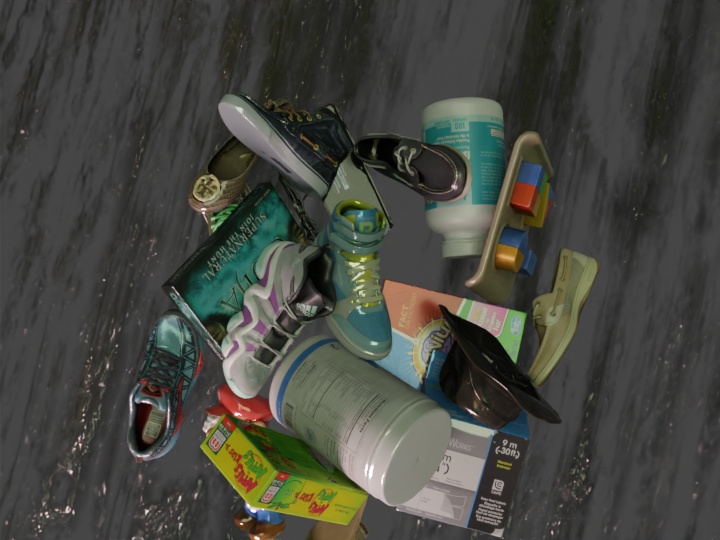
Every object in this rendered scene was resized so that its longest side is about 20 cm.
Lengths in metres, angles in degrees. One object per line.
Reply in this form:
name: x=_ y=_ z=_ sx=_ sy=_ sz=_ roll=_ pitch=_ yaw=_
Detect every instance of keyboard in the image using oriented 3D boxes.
keyboard: x=-0.048 y=-0.116 z=1.056 sx=0.126 sy=0.021 sz=0.201 roll=-25 pitch=87 yaw=-6

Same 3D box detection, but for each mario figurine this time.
mario figurine: x=-0.160 y=0.244 z=0.983 sx=0.122 sy=0.106 sz=0.202 roll=-6 pitch=98 yaw=24

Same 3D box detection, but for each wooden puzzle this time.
wooden puzzle: x=0.205 y=-0.055 z=0.981 sx=0.046 sy=0.185 sz=0.202 roll=20 pitch=88 yaw=22

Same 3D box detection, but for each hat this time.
hat: x=0.146 y=0.136 z=0.936 sx=0.200 sy=0.201 sz=0.081 roll=41 pitch=102 yaw=0

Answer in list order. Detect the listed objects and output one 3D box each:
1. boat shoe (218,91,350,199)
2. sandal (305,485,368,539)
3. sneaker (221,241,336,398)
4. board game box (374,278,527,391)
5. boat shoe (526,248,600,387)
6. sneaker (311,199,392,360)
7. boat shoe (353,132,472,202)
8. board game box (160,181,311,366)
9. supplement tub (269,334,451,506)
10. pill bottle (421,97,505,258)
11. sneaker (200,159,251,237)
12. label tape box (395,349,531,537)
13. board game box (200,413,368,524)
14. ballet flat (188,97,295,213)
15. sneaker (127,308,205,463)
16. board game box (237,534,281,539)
boat shoe: x=-0.093 y=-0.181 z=0.975 sx=0.070 sy=0.200 sz=0.091 roll=18 pitch=73 yaw=42
sandal: x=-0.013 y=0.336 z=1.008 sx=0.069 sy=0.078 sz=0.214 roll=7 pitch=109 yaw=-38
sneaker: x=-0.083 y=0.055 z=0.903 sx=0.077 sy=0.139 sz=0.202 roll=29 pitch=69 yaw=-41
board game box: x=0.110 y=0.108 z=1.039 sx=0.198 sy=0.040 sz=0.155 roll=13 pitch=87 yaw=-2
boat shoe: x=0.257 y=0.060 z=1.025 sx=0.064 sy=0.072 sz=0.201 roll=25 pitch=69 yaw=11
sneaker: x=0.000 y=0.000 z=0.941 sx=0.079 sy=0.131 sz=0.201 roll=-7 pitch=56 yaw=-28
boat shoe: x=0.061 y=-0.134 z=0.977 sx=0.062 sy=0.200 sz=0.073 roll=0 pitch=110 yaw=-34
board game box: x=-0.142 y=0.003 z=0.966 sx=0.200 sy=0.028 sz=0.136 roll=-53 pitch=124 yaw=-33
supplement tub: x=-0.003 y=0.175 z=0.932 sx=0.199 sy=0.132 sz=0.133 roll=28 pitch=86 yaw=35
pill bottle: x=0.138 y=-0.118 z=1.017 sx=0.110 sy=0.111 sz=0.202 roll=-2 pitch=87 yaw=-3
sneaker: x=-0.171 y=-0.052 z=1.012 sx=0.076 sy=0.089 sz=0.202 roll=-14 pitch=87 yaw=-3
label tape box: x=0.135 y=0.221 z=0.987 sx=0.143 sy=0.063 sz=0.202 roll=15 pitch=95 yaw=-2
board game box: x=-0.083 y=0.233 z=0.887 sx=0.101 sy=0.200 sz=0.048 roll=36 pitch=89 yaw=37
ballet flat: x=-0.154 y=-0.156 z=1.001 sx=0.067 sy=0.046 sz=0.200 roll=34 pitch=69 yaw=15
sneaker: x=-0.253 y=0.151 z=0.994 sx=0.078 sy=0.096 sz=0.202 roll=10 pitch=87 yaw=-2
board game box: x=-0.177 y=0.445 z=1.000 sx=0.198 sy=0.064 sz=0.149 roll=-22 pitch=89 yaw=-4
